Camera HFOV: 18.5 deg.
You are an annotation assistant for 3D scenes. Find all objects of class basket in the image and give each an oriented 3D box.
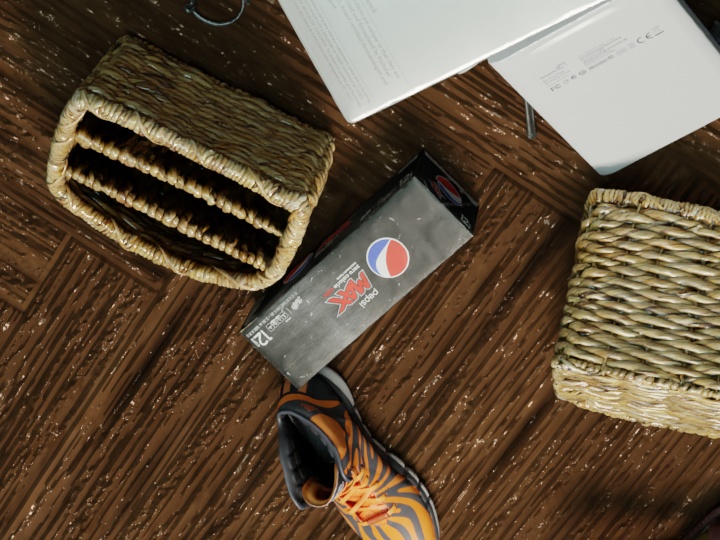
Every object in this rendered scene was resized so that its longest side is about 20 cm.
[{"bbox_3d":[-0.138,-0.061,1.672,0.199,0.149,0.143,26,114,-4],"label":"basket"},{"bbox_3d":[0.256,0.040,1.691,0.199,0.143,0.150,10,74,11],"label":"basket"}]

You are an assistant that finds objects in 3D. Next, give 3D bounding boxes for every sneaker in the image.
[{"bbox_3d":[-0.011,0.179,1.783,0.077,0.112,0.200,-33,105,20],"label":"sneaker"}]

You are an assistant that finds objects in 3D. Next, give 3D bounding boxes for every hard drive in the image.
[{"bbox_3d":[0.189,-0.144,1.593,0.131,0.025,0.200,-27,148,18],"label":"hard drive"}]

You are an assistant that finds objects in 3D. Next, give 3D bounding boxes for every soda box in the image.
[{"bbox_3d":[0.000,0.000,1.732,0.071,0.063,0.200,44,113,-11],"label":"soda box"}]

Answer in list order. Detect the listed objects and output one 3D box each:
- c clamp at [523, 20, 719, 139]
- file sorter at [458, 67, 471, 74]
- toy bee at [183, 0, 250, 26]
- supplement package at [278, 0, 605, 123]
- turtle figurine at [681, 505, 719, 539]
[{"bbox_3d":[0.203,-0.172,1.616,0.199,0.027,0.171,-15,151,7],"label":"c clamp"},{"bbox_3d":[0.063,-0.261,1.578,0.139,0.125,0.200,-37,104,21],"label":"file sorter"},{"bbox_3d":[-0.142,-0.269,1.615,0.200,0.109,0.131,44,110,-11],"label":"toy bee"},{"bbox_3d":[0.058,-0.205,1.470,0.199,0.117,0.118,-24,108,20],"label":"supplement package"},{"bbox_3d":[0.274,0.282,1.768,0.193,0.144,0.201,-1,109,13],"label":"turtle figurine"}]
